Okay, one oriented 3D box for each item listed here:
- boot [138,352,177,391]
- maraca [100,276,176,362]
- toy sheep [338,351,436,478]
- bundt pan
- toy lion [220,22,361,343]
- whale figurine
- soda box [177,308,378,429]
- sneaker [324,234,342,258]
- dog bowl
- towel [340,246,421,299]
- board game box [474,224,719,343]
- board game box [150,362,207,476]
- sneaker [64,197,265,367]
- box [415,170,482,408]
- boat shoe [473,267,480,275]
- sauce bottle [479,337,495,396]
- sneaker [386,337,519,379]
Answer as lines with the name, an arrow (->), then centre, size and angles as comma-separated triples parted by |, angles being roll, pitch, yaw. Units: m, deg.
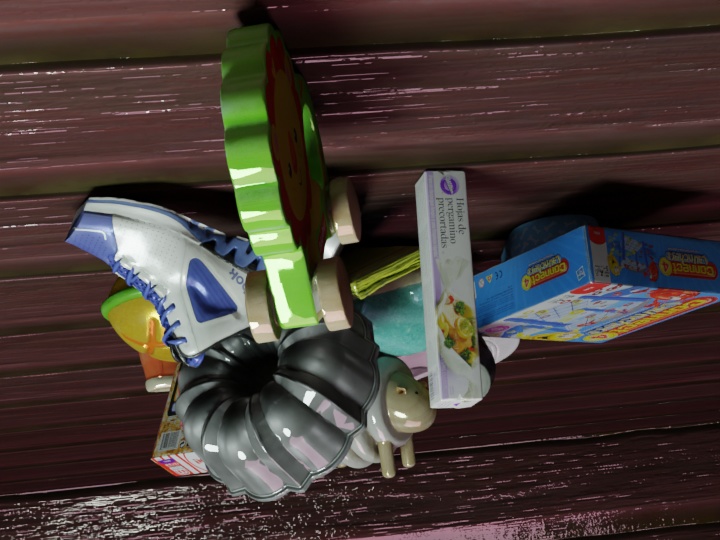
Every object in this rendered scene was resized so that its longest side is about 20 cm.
boot -> -0.167, 0.095, 1.505 | 0.197, 0.109, 0.075 | 0, 163, -30
maraca -> -0.160, 0.035, 1.268 | 0.136, 0.109, 0.198 | -19, 161, 41
toy sheep -> -0.008, 0.151, 1.390 | 0.197, 0.140, 0.137 | -6, 168, 28
bundt pan -> -0.084, 0.096, 1.149 | 0.199, 0.205, 0.076 | -14, 144, 28
toy lion -> -0.050, -0.069, 0.836 | 0.068, 0.194, 0.201 | -8, -154, 7
whale figurine -> 0.022, 0.043, 1.328 | 0.158, 0.105, 0.199 | -17, 178, 36
soda box -> -0.081, 0.101, 1.246 | 0.198, 0.071, 0.063 | -26, 142, 22
sneaker -> -0.048, -0.043, 1.147 | 0.084, 0.073, 0.200 | 29, 173, 1
dog bowl -> 0.203, -0.011, 1.377 | 0.110, 0.050, 0.200 | -6, 166, -1
towel -> 0.000, 0.000, 1.226 | 0.085, 0.018, 0.200 | -25, -172, -17
board game box -> 0.231, 0.019, 1.288 | 0.193, 0.057, 0.199 | 5, 161, -32
board game box -> -0.131, 0.109, 1.368 | 0.150, 0.202, 0.046 | -12, 142, 33
sneaker -> -0.157, 0.017, 1.092 | 0.197, 0.117, 0.080 | 18, 167, -15
box -> 0.075, 0.016, 1.110 | 0.038, 0.203, 0.041 | 0, 165, -13
boat shoe -> 0.071, 0.055, 1.467 | 0.198, 0.071, 0.072 | -14, -151, 44
sauce bottle -> 0.106, 0.099, 1.326 | 0.065, 0.067, 0.200 | -7, -174, 3
sneaker -> 0.086, 0.073, 1.574 | 0.197, 0.112, 0.074 | -14, 126, -4
